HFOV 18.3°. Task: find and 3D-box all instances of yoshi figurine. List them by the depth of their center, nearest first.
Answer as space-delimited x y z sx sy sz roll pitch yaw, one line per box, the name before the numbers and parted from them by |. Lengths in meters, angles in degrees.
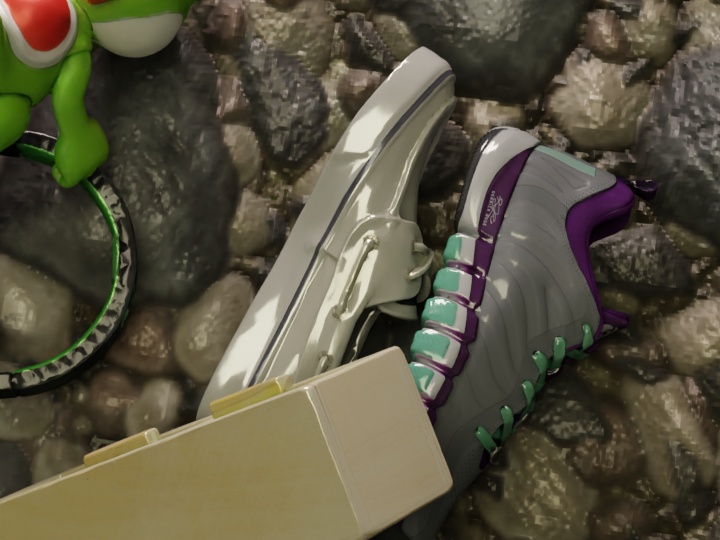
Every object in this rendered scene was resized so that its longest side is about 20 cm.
yoshi figurine | -0.145 -0.106 1.013 0.199 0.113 0.112 -29 42 -17

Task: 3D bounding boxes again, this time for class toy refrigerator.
toy refrigerator | -0.069 0.095 0.935 0.199 0.076 0.070 -22 89 33

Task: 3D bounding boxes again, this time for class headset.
headset | -0.202 -0.006 1.016 0.198 0.094 0.125 -1 78 -2

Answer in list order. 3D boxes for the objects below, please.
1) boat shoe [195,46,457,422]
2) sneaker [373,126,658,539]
boat shoe | 0.000 0.000 0.994 0.065 0.072 0.201 29 86 10
sneaker | 0.067 0.039 0.975 0.087 0.074 0.201 16 81 7
